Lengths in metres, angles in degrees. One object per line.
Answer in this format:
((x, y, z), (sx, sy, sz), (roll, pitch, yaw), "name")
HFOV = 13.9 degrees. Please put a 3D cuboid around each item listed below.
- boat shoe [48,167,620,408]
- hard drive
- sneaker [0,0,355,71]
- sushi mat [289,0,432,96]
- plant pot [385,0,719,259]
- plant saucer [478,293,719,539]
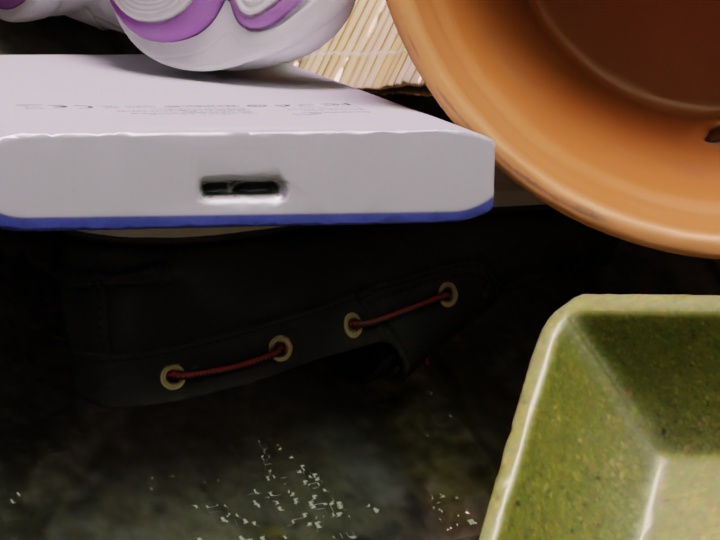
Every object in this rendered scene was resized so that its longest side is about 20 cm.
((-0.002, 0.000, 0.859), (0.201, 0.063, 0.074), (-9, 12, -40), "boat shoe")
((-0.058, -0.038, 0.821), (0.132, 0.025, 0.200), (-1, 10, -17), "hard drive")
((-0.043, -0.103, 0.905), (0.100, 0.075, 0.200), (2, 10, -31), "sneaker")
((0.034, -0.135, 0.968), (0.096, 0.012, 0.200), (-2, 54, 41), "sushi mat")
((0.104, -0.106, 0.836), (0.200, 0.200, 0.140), (18, 4, 1), "plant pot")
((0.119, 0.100, 0.707), (0.200, 0.048, 0.200), (0, 55, 28), "plant saucer")
